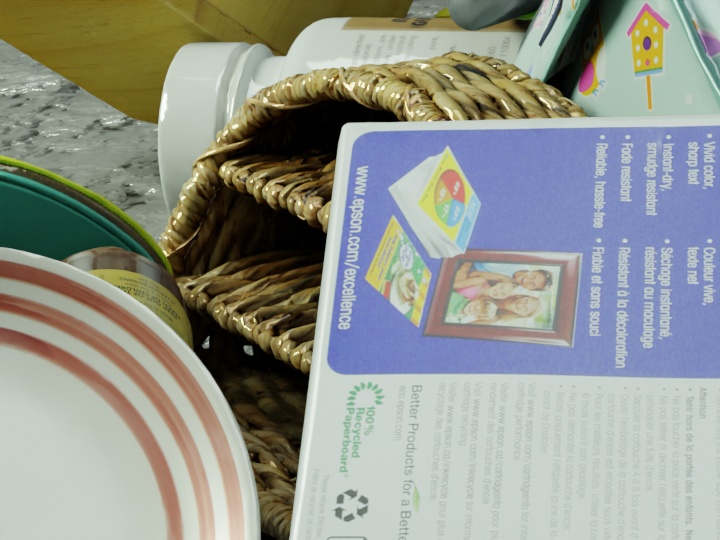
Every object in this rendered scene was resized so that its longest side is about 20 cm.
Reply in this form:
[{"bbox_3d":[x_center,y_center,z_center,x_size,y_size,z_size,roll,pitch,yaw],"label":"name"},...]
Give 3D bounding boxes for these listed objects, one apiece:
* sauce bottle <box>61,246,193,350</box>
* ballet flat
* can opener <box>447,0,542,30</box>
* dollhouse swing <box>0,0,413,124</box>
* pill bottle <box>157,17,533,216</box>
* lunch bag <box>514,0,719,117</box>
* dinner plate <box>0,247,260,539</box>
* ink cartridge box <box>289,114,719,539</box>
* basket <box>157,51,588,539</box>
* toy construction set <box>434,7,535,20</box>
[{"bbox_3d":[-0.085,0.067,0.729,0.064,0.065,0.200,-4,32,-3],"label":"sauce bottle"},{"bbox_3d":[-0.168,-0.023,0.819,0.199,0.067,0.067,14,17,-19],"label":"ballet flat"},{"bbox_3d":[0.057,-0.132,0.979,0.067,0.053,0.200,-30,1,21],"label":"can opener"},{"bbox_3d":[-0.066,-0.180,1.101,0.181,0.177,0.200,4,-16,35],"label":"dollhouse swing"},{"bbox_3d":[0.015,-0.059,0.992,0.199,0.115,0.114,2,21,14],"label":"pill bottle"},{"bbox_3d":[0.126,-0.070,0.820,0.121,0.171,0.201,-11,61,-21],"label":"lunch bag"},{"bbox_3d":[-0.128,0.083,0.630,0.199,0.024,0.201,1,62,-1],"label":"dinner plate"},{"bbox_3d":[0.083,0.041,0.634,0.199,0.047,0.198,0,54,9],"label":"ink cartridge box"},{"bbox_3d":[0.000,0.000,0.799,0.148,0.143,0.200,-13,23,-27],"label":"basket"},{"bbox_3d":[0.128,-0.101,1.085,0.199,0.092,0.131,-15,40,28],"label":"toy construction set"}]
